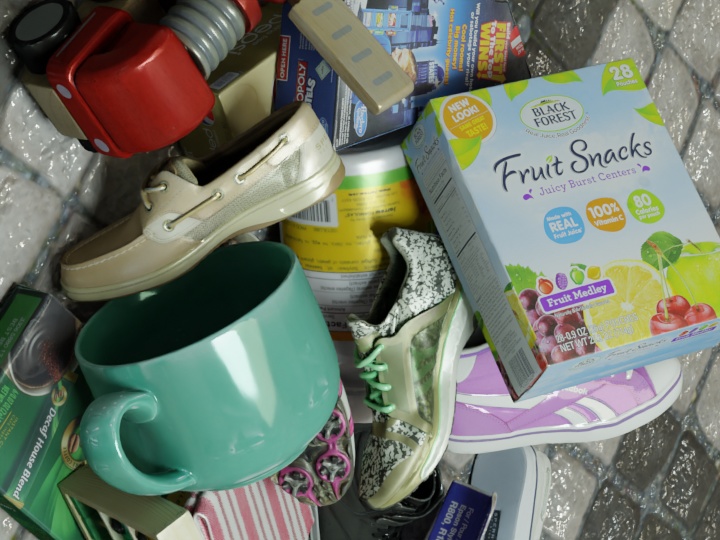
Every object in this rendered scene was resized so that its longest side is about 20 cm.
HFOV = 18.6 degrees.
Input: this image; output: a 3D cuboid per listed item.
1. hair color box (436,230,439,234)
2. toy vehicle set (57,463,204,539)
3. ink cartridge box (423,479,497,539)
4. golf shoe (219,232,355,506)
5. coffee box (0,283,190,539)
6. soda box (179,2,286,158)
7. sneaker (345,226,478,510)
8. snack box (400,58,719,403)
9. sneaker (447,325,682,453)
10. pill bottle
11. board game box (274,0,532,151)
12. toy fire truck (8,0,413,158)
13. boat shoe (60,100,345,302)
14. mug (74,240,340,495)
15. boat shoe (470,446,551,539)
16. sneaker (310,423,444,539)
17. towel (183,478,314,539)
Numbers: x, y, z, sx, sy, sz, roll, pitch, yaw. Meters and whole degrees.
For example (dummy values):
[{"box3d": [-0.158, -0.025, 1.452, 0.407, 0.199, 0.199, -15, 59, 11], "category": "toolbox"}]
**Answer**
[{"box3d": [0.095, 0.019, 1.700, 0.201, 0.065, 0.109, -59, 136, -16], "category": "hair color box"}, {"box3d": [-0.113, 0.222, 1.403, 0.026, 0.124, 0.201, -37, 118, -25], "category": "toy vehicle set"}, {"box3d": [0.046, 0.258, 1.648, 0.200, 0.040, 0.201, 93, 20, -79], "category": "ink cartridge box"}, {"box3d": [-0.051, 0.062, 1.506, 0.092, 0.072, 0.201, -47, 116, -74], "category": "golf shoe"}, {"box3d": [-0.187, 0.114, 1.436, 0.123, 0.044, 0.200, -58, 135, -20], "category": "coffee box"}, {"box3d": [-0.042, -0.146, 1.510, 0.200, 0.064, 0.068, -40, 126, -32], "category": "soda box"}, {"box3d": [0.019, 0.059, 1.481, 0.088, 0.077, 0.202, 18, 84, -28], "category": "sneaker"}, {"box3d": [0.143, -0.031, 1.467, 0.168, 0.068, 0.201, -14, 68, -27], "category": "snack box"}, {"box3d": [0.146, 0.063, 1.586, 0.199, 0.073, 0.115, -11, 125, -18], "category": "sneaker"}, {"box3d": [0.000, 0.000, 1.558, 0.111, 0.111, 0.202, -22, 116, -42], "category": "pill bottle"}, {"box3d": [0.037, -0.184, 1.493, 0.199, 0.061, 0.202, -3, 101, -47], "category": "board game box"}, {"box3d": [-0.086, -0.139, 1.363, 0.176, 0.199, 0.129, -52, 132, -24], "category": "toy fire truck"}, {"box3d": [-0.110, -0.045, 1.406, 0.199, 0.072, 0.065, -25, 117, 8], "category": "boat shoe"}, {"box3d": [-0.102, 0.076, 1.382, 0.184, 0.152, 0.115, -30, 113, -18], "category": "mug"}, {"box3d": [0.118, 0.240, 1.786, 0.086, 0.074, 0.204, 22, 74, -51], "category": "boat shoe"}, {"box3d": [0.017, 0.187, 1.635, 0.071, 0.099, 0.201, -36, 126, -37], "category": "sneaker"}, {"box3d": [-0.080, 0.172, 1.525, 0.200, 0.030, 0.147, -69, 150, -57], "category": "towel"}]
